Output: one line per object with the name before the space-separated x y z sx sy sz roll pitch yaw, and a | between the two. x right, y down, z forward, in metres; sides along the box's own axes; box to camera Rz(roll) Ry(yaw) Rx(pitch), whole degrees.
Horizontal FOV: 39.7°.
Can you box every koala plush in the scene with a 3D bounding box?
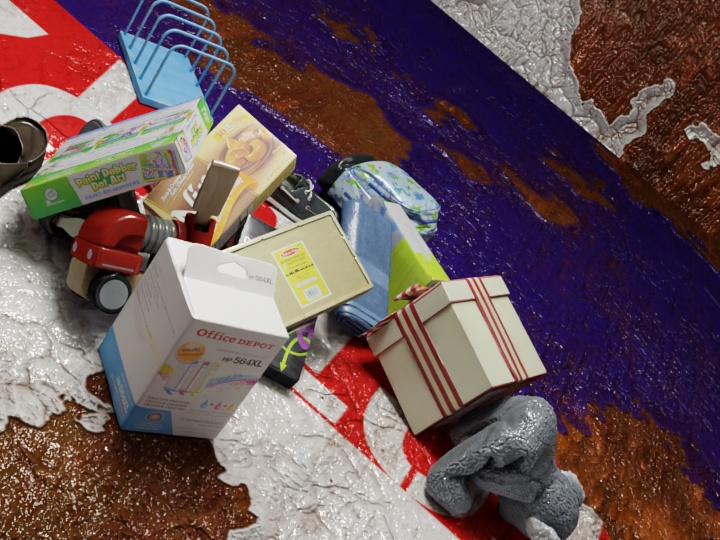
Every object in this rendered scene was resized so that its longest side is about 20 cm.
koala plush | 0.223 0.285 1.337 0.201 0.183 0.177 53 33 -5

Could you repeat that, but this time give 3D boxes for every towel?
towel | 0.000 0.000 1.513 0.111 0.048 0.203 36 50 -45

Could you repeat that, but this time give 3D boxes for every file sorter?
file sorter | -0.311 -0.372 1.710 0.138 0.123 0.201 15 35 -38

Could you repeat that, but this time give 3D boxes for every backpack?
backpack | 0.045 -0.115 1.759 0.202 0.153 0.163 59 25 12

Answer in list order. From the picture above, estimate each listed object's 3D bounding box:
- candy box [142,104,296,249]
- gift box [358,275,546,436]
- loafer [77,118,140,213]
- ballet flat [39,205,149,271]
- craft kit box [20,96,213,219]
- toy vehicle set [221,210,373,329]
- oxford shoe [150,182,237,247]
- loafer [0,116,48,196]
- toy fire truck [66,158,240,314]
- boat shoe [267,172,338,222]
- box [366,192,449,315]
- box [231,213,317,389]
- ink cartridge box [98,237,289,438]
candy box | -0.197 -0.121 1.407 0.115 0.200 0.055 40 -16 6
gift box | 0.121 0.117 1.442 0.184 0.199 0.189 0 61 -55
loafer | -0.343 -0.119 1.363 0.063 0.071 0.202 35 27 -51
ballet flat | -0.309 -0.033 1.256 0.198 0.069 0.068 19 5 -20
craft kit box | -0.293 -0.144 1.233 0.198 0.197 0.049 -83 155 -67
toy vehicle set | -0.086 0.004 1.334 0.199 0.026 0.125 -23 80 -40
oxford shoe | -0.229 -0.092 1.469 0.199 0.071 0.074 39 1 4
loafer | -0.444 -0.151 1.267 0.072 0.072 0.201 32 28 -12
toy fire truck | -0.233 -0.043 1.182 0.174 0.203 0.128 14 3 -38
boat shoe | -0.113 -0.132 1.654 0.198 0.061 0.076 27 29 -22
box | 0.052 -0.013 1.610 0.047 0.122 0.201 6 42 -40
box | -0.122 0.038 1.332 0.142 0.036 0.202 28 52 -18
ink cartridge box | -0.182 0.070 1.110 0.127 0.201 0.126 13 35 -38
